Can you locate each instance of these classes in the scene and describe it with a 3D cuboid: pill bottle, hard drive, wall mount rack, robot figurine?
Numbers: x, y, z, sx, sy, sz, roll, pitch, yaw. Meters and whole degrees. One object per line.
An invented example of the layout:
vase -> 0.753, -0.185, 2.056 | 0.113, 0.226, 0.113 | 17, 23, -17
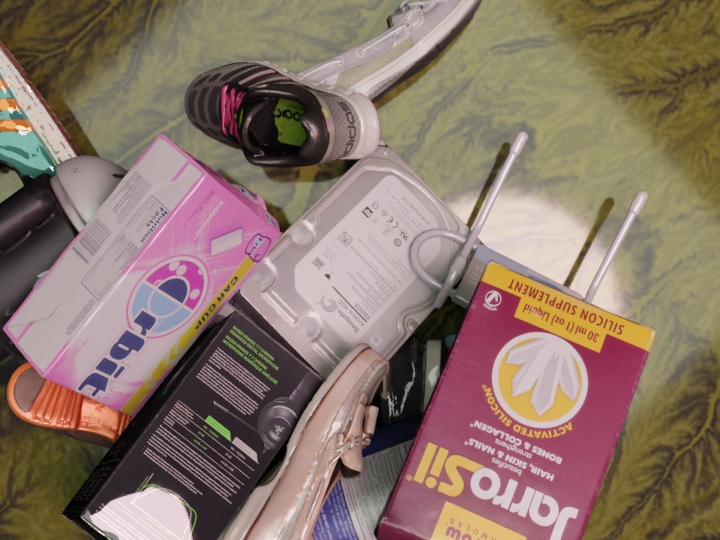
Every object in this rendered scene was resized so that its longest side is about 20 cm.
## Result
pill bottle -> 0.038, 0.177, 0.881 | 0.198, 0.112, 0.113 | -21, 91, 5
hard drive -> 0.000, 0.000, 0.944 | 0.140, 0.038, 0.200 | 45, 64, -1
wall mount rack -> 0.150, -0.014, 0.926 | 0.199, 0.075, 0.174 | 27, 53, 4
robot figurine -> -0.257, -0.005, 0.915 | 0.199, 0.150, 0.125 | -36, 105, -2

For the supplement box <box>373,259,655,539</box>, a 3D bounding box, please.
supplement box -> 0.106, 0.117, 0.781 | 0.130, 0.103, 0.202 | 22, 72, 6

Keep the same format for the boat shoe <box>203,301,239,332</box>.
boat shoe -> -0.088, 0.028, 0.972 | 0.198, 0.072, 0.068 | 12, 60, -10

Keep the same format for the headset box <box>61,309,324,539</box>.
headset box -> -0.132, 0.136, 0.874 | 0.093, 0.174, 0.201 | 39, 69, -9

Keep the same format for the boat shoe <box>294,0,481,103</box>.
boat shoe -> 0.016, -0.191, 0.966 | 0.201, 0.074, 0.065 | -36, 91, 9

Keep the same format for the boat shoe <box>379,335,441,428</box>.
boat shoe -> 0.036, 0.158, 0.971 | 0.060, 0.074, 0.203 | 5, 95, 7

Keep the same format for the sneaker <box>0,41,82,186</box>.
sneaker -> -0.315, -0.135, 0.965 | 0.080, 0.071, 0.201 | -35, 92, -4

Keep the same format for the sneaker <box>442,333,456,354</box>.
sneaker -> 0.109, 0.093, 0.976 | 0.095, 0.079, 0.202 | 26, 81, 5

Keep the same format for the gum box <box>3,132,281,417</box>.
gum box -> -0.160, 0.003, 0.852 | 0.066, 0.113, 0.201 | 39, 89, 34

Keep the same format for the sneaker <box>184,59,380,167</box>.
sneaker -> -0.084, -0.130, 0.924 | 0.198, 0.087, 0.075 | 18, 112, 32

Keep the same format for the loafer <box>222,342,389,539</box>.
loafer -> -0.028, 0.151, 0.818 | 0.062, 0.072, 0.201 | 28, 73, 19

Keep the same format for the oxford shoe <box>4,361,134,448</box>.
oxford shoe -> -0.213, 0.125, 0.978 | 0.198, 0.073, 0.072 | 22, 71, -18

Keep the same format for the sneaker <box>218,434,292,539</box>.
sneaker -> -0.092, 0.204, 0.972 | 0.200, 0.074, 0.079 | -43, 125, 5
